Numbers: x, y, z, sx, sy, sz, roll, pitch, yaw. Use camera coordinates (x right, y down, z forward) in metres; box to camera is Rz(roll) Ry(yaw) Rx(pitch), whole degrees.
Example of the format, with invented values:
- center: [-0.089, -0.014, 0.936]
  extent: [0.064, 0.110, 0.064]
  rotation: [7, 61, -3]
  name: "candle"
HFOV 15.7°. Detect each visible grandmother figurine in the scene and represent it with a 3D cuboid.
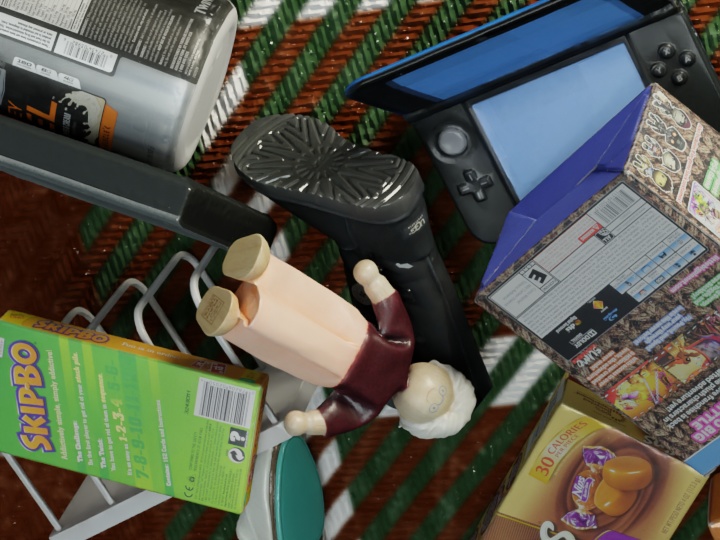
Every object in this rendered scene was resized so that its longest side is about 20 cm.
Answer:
- center: [-0.010, 0.056, 1.688]
  extent: [0.200, 0.061, 0.121]
  rotation: [28, 100, -28]
  name: "grandmother figurine"

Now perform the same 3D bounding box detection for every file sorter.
- center: [-0.144, 0.075, 1.803]
  extent: [0.200, 0.139, 0.125]
  rotation: [-28, 105, 23]
  name: "file sorter"

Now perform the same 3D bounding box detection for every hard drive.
- center: [-0.168, -0.060, 1.715]
  extent: [0.200, 0.140, 0.033]
  rotation: [19, 87, 24]
  name: "hard drive"

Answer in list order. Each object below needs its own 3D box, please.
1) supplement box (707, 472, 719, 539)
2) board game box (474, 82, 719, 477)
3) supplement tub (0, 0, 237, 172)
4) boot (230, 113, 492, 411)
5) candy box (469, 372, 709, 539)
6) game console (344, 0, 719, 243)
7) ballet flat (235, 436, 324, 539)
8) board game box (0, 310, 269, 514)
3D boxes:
- center: [0.340, 0.154, 1.777]
  extent: [0.200, 0.069, 0.067]
  rotation: [-19, 112, 18]
  name: "supplement box"
- center: [0.204, 0.008, 1.668]
  extent: [0.200, 0.097, 0.159]
  rotation: [38, 132, -12]
  name: "board game box"
- center: [-0.191, -0.151, 1.710]
  extent: [0.200, 0.123, 0.123]
  rotation: [20, 118, 3]
  name: "supplement tub"
- center: [0.001, 0.000, 1.773]
  extent: [0.165, 0.066, 0.200]
  rotation: [27, 150, 42]
  name: "boot"
- center: [0.150, 0.180, 1.836]
  extent: [0.117, 0.056, 0.200]
  rotation: [27, 117, -2]
  name: "candy box"
- center: [0.119, -0.099, 1.671]
  extent: [0.200, 0.118, 0.171]
  rotation: [-21, 109, 21]
  name: "game console"
- center: [-0.055, 0.205, 1.894]
  extent: [0.069, 0.069, 0.200]
  rotation: [-9, 114, 16]
  name: "ballet flat"
- center: [-0.164, 0.091, 1.726]
  extent: [0.200, 0.030, 0.096]
  rotation: [13, 112, 7]
  name: "board game box"
